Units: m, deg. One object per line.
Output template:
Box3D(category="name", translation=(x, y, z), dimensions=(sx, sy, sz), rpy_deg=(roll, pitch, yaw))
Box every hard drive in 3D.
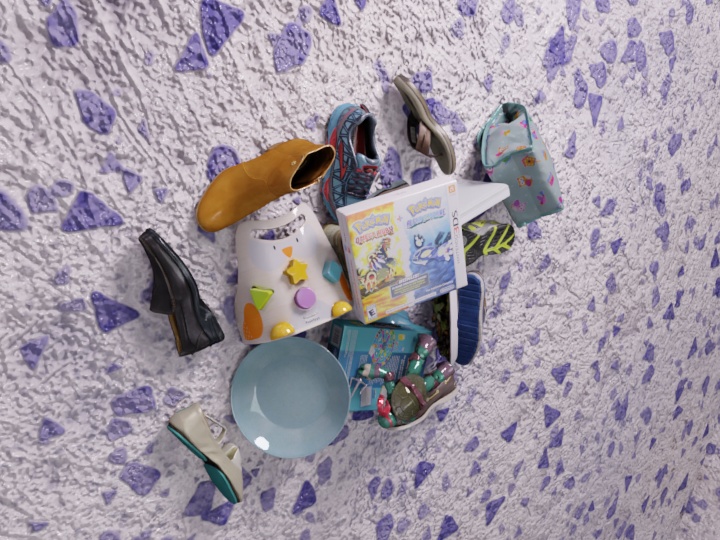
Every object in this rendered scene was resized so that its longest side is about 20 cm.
Box3D(category="hard drive", translation=(0.159, -0.112, 1.031), dimensions=(0.198, 0.131, 0.027), rpy_deg=(-31, 117, -26))

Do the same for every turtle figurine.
Box3D(category="turtle figurine", translation=(0.074, 0.210, 0.972), dimensions=(0.199, 0.100, 0.152), rpy_deg=(-40, 119, -26))

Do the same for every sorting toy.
Box3D(category="sorting toy", translation=(-0.110, -0.001, 0.877), dimensions=(0.197, 0.107, 0.184), rpy_deg=(-20, 98, -20))

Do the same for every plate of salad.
Box3D(category="plate of salad", translation=(0.160, 0.096, 1.082), dimensions=(0.047, 0.200, 0.205), rpy_deg=(0, 106, 6))

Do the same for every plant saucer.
Box3D(category="plant saucer", translation=(-0.114, 0.206, 0.933), dimensions=(0.196, 0.039, 0.206), rpy_deg=(0, 96, -2))

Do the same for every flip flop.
Box3D(category="flip flop", translation=(0.106, -0.249, 0.998), dimensions=(0.057, 0.081, 0.201), rpy_deg=(-39, 122, -1))

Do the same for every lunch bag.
Box3D(category="lunch bag", translation=(0.314, -0.218, 1.119), dimensions=(0.171, 0.120, 0.202), rpy_deg=(50, 31, -33))

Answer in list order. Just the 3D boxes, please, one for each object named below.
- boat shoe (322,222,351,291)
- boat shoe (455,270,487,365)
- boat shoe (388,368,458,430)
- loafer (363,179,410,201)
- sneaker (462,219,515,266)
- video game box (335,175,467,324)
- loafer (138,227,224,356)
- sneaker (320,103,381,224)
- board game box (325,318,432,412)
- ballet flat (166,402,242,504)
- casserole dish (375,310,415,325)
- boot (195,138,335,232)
Box3D(category="boat shoe", translation=(0.000, 0.000, 0.986), dimensions=(0.074, 0.062, 0.200), rpy_deg=(-53, 126, -13))
Box3D(category="boat shoe", translation=(0.233, 0.099, 1.176), dimensions=(0.072, 0.071, 0.204), rpy_deg=(-26, 127, -58))
Box3D(category="boat shoe", translation=(0.121, 0.255, 1.140), dimensions=(0.198, 0.071, 0.061), rpy_deg=(-23, 109, -34))
Box3D(category="loafer", translation=(0.049, -0.099, 0.950), dimensions=(0.200, 0.062, 0.073), rpy_deg=(-41, 157, -48))
Box3D(category="sneaker", translation=(0.210, -0.056, 1.124), dimensions=(0.196, 0.076, 0.077), rpy_deg=(-8, 110, -23))
Box3D(category="video game box", translation=(0.072, -0.034, 0.894), dimensions=(0.197, 0.047, 0.186), rpy_deg=(-19, 112, -18))
Box3D(category="loafer", translation=(-0.265, 0.037, 0.796), dimensions=(0.072, 0.072, 0.203), rpy_deg=(-33, 118, -20))
Box3D(category="sneaker", translation=(-0.011, -0.165, 0.914), dimensions=(0.078, 0.095, 0.205), rpy_deg=(-12, 110, -33))
Box3D(category="board game box", translation=(0.028, 0.172, 1.017), dimensions=(0.197, 0.047, 0.154), rpy_deg=(8, 96, -34))
Box3D(category="ballet flat", translation=(-0.228, 0.288, 0.895), dimensions=(0.069, 0.069, 0.202), rpy_deg=(-39, 122, -22))
Box3D(category="casserole dish", translation=(0.052, 0.173, 1.086), dimensions=(0.120, 0.039, 0.203), rpy_deg=(25, 86, -38))
Box3D(category="boot", translation=(-0.137, -0.122, 0.802), dimensions=(0.201, 0.143, 0.071), rpy_deg=(-45, 123, -18))
